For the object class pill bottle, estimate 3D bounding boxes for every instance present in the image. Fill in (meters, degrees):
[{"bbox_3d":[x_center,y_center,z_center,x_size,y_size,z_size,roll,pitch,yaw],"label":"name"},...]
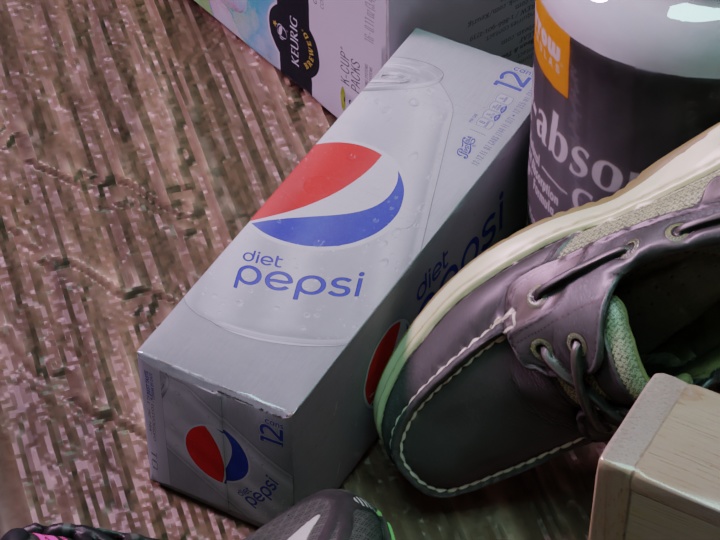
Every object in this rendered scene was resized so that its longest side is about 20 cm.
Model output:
[{"bbox_3d":[0.116,-0.068,0.886,0.116,0.200,0.116,-1,39,1],"label":"pill bottle"}]

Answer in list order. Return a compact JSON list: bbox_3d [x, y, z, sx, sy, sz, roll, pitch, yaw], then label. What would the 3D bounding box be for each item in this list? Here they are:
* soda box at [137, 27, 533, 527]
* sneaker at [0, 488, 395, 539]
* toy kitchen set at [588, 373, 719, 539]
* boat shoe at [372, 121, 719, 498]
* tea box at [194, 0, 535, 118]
[{"bbox_3d":[0.000,0.000,0.917,0.063,0.068,0.200,21,49,21],"label":"soda box"},{"bbox_3d":[-0.075,0.113,0.780,0.200,0.084,0.077,-24,22,-24],"label":"sneaker"},{"bbox_3d":[0.177,0.082,0.750,0.163,0.181,0.200,21,47,19],"label":"toy kitchen set"},{"bbox_3d":[0.087,0.017,0.832,0.201,0.072,0.066,-35,27,19],"label":"boat shoe"},{"bbox_3d":[0.024,-0.186,1.061,0.200,0.134,0.197,-30,51,-27],"label":"tea box"}]
